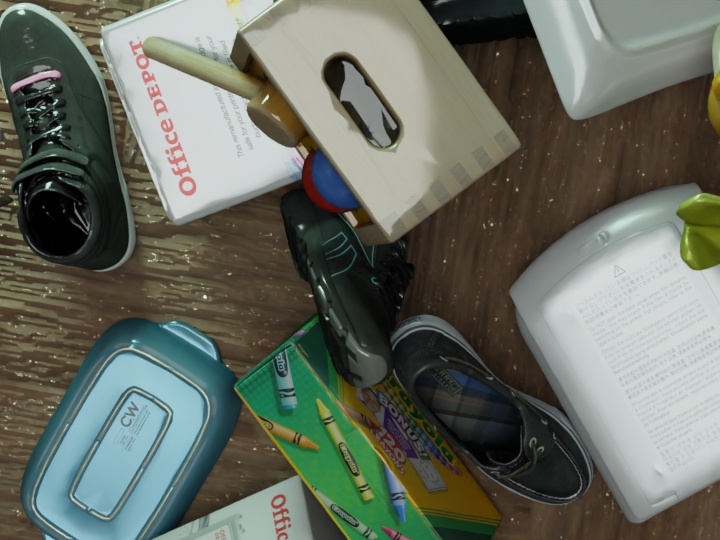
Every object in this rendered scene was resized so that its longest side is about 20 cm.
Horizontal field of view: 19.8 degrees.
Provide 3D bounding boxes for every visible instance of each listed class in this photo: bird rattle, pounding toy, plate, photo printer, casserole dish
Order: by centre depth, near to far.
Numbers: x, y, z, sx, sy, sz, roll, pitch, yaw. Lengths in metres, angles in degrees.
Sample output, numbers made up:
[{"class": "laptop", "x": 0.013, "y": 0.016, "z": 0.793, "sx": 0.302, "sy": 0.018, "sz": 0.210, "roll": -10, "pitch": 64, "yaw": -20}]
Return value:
[{"class": "pounding toy", "x": -0.025, "y": -0.113, "z": 1.308, "sx": 0.142, "sy": 0.184, "sz": 0.200, "roll": -37, "pitch": 93, "yaw": -5}, {"class": "bird rattle", "x": 0.273, "y": -0.091, "z": 1.345, "sx": 0.112, "sy": 0.200, "sz": 0.163, "roll": -8, "pitch": 119, "yaw": 29}, {"class": "plate", "x": 0.177, "y": -0.216, "z": 1.352, "sx": 0.032, "sy": 0.200, "sz": 0.200, "roll": -24, "pitch": 88, "yaw": 52}, {"class": "photo printer", "x": 0.209, "y": 0.050, "z": 1.430, "sx": 0.166, "sy": 0.069, "sz": 0.200, "roll": -30, "pitch": 92, "yaw": 9}, {"class": "casserole dish", "x": -0.170, "y": 0.130, "z": 1.495, "sx": 0.121, "sy": 0.039, "sz": 0.200, "roll": 31, "pitch": 98, "yaw": 1}]

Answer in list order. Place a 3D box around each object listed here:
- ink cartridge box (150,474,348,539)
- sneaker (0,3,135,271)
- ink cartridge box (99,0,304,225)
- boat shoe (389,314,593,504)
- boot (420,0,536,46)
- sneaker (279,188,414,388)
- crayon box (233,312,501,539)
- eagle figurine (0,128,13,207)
[{"class": "ink cartridge box", "x": -0.102, "y": 0.250, "z": 1.440, "sx": 0.199, "sy": 0.147, "sz": 0.083, "roll": -25, "pitch": 129, "yaw": 8}, {"class": "sneaker", "x": -0.214, "y": -0.092, "z": 1.443, "sx": 0.070, "sy": 0.099, "sz": 0.201, "roll": -17, "pitch": 93, "yaw": 9}, {"class": "ink cartridge box", "x": -0.059, "y": -0.134, "z": 1.430, "sx": 0.199, "sy": 0.084, "sz": 0.145, "roll": -21, "pitch": 94, "yaw": 7}, {"class": "boat shoe", "x": 0.094, "y": 0.108, "z": 1.413, "sx": 0.070, "sy": 0.066, "sz": 0.200, "roll": -37, "pitch": 120, "yaw": 12}, {"class": "boot", "x": 0.107, "y": -0.245, "z": 1.401, "sx": 0.199, "sy": 0.076, "sz": 0.169, "roll": -8, "pitch": 80, "yaw": -15}, {"class": "sneaker", "x": 0.000, "y": 0.000, "z": 1.395, "sx": 0.079, "sy": 0.200, "sz": 0.076, "roll": -14, "pitch": 129, "yaw": -6}, {"class": "crayon box", "x": 0.008, "y": 0.128, "z": 1.431, "sx": 0.058, "sy": 0.119, "sz": 0.200, "roll": -37, "pitch": 92, "yaw": 19}, {"class": "eagle figurine", "x": -0.353, "y": -0.045, "z": 1.426, "sx": 0.199, "sy": 0.151, "sz": 0.152, "roll": 25, "pitch": 132, "yaw": 1}]
